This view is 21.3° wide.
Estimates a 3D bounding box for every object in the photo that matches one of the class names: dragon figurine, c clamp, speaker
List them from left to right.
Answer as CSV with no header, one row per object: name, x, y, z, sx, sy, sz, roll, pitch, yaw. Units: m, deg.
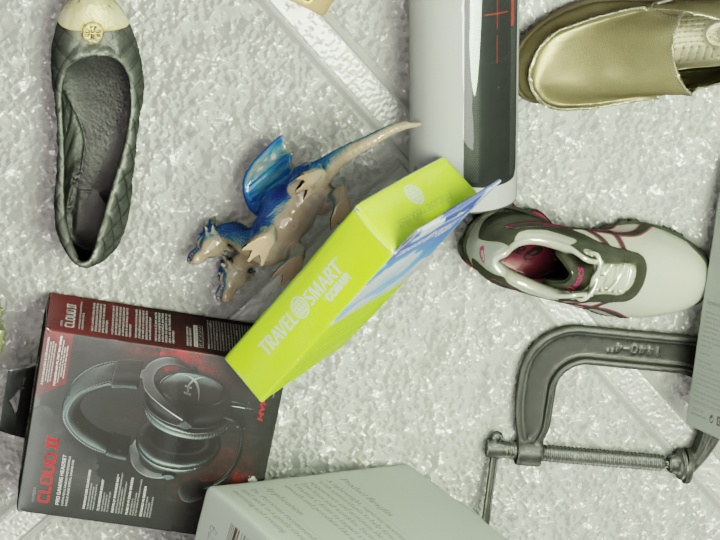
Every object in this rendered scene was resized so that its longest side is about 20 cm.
dragon figurine,-0.049,-0.054,1.367,0.059,0.100,0.200,34,101,-29
speaker,0.072,-0.147,1.349,0.080,0.081,0.202,-2,110,-5
c clamp,0.192,0.123,1.491,0.198,0.027,0.172,0,105,-4

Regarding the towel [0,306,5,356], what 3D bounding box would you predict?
towel,-0.354,0.092,1.417,0.147,0.037,0.201,18,107,-12

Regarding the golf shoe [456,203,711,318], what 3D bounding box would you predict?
golf shoe,0.170,0.003,1.410,0.198,0.088,0.078,10,107,-11

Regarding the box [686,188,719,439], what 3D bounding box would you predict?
box,0.326,0.028,1.397,0.123,0.097,0.202,6,95,-16

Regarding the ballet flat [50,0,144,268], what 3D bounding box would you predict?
ballet flat,-0.185,-0.099,1.352,0.066,0.057,0.202,-1,110,-6

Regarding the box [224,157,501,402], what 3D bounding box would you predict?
box,0.000,0.000,1.326,0.048,0.122,0.200,48,127,7

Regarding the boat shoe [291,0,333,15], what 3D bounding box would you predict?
boat shoe,-0.105,-0.219,1.308,0.198,0.074,0.070,12,103,-10

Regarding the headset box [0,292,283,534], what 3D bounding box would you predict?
headset box,-0.165,0.108,1.420,0.198,0.077,0.150,9,109,-10

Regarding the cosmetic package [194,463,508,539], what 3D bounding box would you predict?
cosmetic package,-0.008,0.257,1.402,0.199,0.165,0.166,-1,114,-39

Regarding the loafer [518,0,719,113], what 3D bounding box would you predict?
loafer,0.206,-0.159,1.363,0.198,0.068,0.077,-15,111,0
